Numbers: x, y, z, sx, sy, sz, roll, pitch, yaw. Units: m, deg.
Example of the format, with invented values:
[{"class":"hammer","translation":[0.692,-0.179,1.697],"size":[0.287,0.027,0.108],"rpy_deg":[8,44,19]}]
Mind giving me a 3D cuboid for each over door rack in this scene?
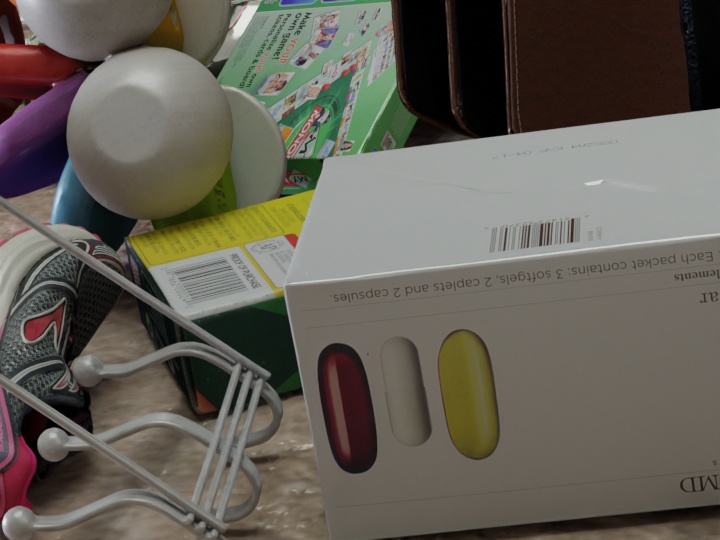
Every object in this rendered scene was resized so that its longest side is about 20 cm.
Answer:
[{"class":"over door rack","translation":[-0.121,0.033,0.976],"size":[0.067,0.200,0.148],"rpy_deg":[-40,14,18]}]

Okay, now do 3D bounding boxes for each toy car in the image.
[{"class":"toy car","translation":[-0.134,-0.089,1.272],"size":[0.149,0.201,0.175],"rpy_deg":[-21,-8,9]}]

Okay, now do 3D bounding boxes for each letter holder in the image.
[{"class":"letter holder","translation":[0.126,-0.084,1.212],"size":[0.199,0.143,0.100],"rpy_deg":[9,-22,-31]}]

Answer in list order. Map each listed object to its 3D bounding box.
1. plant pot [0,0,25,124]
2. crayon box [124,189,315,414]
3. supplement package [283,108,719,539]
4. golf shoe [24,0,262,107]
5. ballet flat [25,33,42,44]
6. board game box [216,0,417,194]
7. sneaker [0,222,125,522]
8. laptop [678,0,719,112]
[{"class":"plant pot","translation":[-0.314,-0.126,1.476],"size":[0.194,0.202,0.200],"rpy_deg":[15,31,32]},{"class":"crayon box","translation":[0.000,0.000,1.172],"size":[0.198,0.051,0.127],"rpy_deg":[-15,21,-11]},{"class":"supplement package","translation":[0.082,0.018,1.000],"size":[0.198,0.112,0.156],"rpy_deg":[-7,20,9]},{"class":"golf shoe","translation":[-0.099,-0.104,1.488],"size":[0.198,0.078,0.088],"rpy_deg":[-14,39,0]},{"class":"ballet flat","translation":[-0.140,-0.150,1.601],"size":[0.199,0.065,0.075],"rpy_deg":[2,-2,31]},{"class":"board game box","translation":[-0.010,-0.126,1.401],"size":[0.134,0.029,0.201],"rpy_deg":[1,50,36]},{"class":"sneaker","translation":[-0.145,0.050,1.087],"size":[0.074,0.081,0.200],"rpy_deg":[13,33,11]},{"class":"laptop","translation":[0.249,-0.084,1.096],"size":[0.198,0.179,0.103],"rpy_deg":[-3,21,16]}]
